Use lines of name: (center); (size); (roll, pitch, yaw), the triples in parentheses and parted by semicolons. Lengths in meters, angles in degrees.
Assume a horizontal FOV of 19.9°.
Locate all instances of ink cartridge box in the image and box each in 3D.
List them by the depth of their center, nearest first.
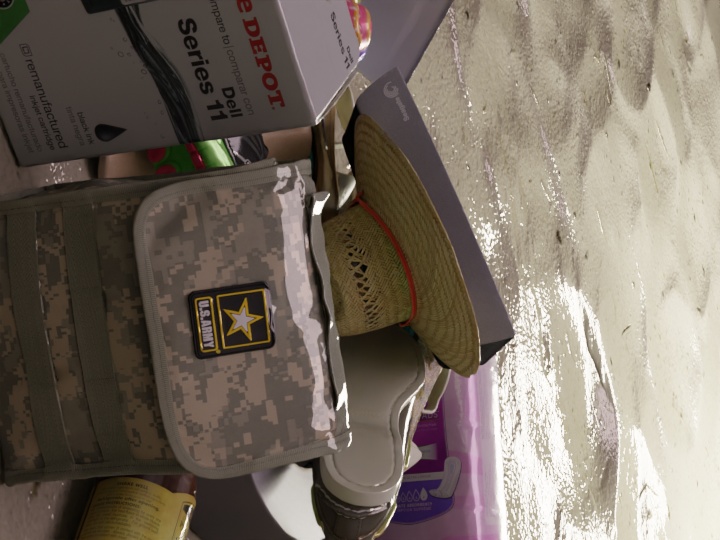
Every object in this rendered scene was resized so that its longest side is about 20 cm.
ink cartridge box: (-0.117, -0.149, 1.160); (0.083, 0.198, 0.148); (-60, 137, -54)

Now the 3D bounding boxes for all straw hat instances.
straw hat: (0.000, 0.000, 1.358); (0.201, 0.084, 0.203); (156, -90, -79)

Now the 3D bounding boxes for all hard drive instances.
hard drive: (0.043, -0.030, 1.434); (0.135, 0.042, 0.202); (121, -54, -77)

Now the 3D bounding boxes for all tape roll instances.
tape roll: (-0.067, 0.085, 1.387); (0.200, 0.066, 0.203); (-6, 90, -68)

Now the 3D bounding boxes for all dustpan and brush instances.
dustpan and brush: (-0.004, -0.236, 1.516); (0.140, 0.200, 0.057); (-59, 160, 21)

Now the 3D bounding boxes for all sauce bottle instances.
sauce bottle: (-0.132, 0.147, 1.217); (0.065, 0.064, 0.201); (62, 32, -41)

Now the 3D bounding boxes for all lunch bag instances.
lunch bag: (-0.105, 0.028, 1.141); (0.117, 0.198, 0.166); (-23, 105, -67)

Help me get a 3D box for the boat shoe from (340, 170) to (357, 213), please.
boat shoe: (-0.013, -0.026, 1.552); (0.200, 0.064, 0.072); (-82, 151, -69)

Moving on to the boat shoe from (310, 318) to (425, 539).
boat shoe: (0.001, 0.105, 1.380); (0.202, 0.071, 0.061); (-80, -177, -57)

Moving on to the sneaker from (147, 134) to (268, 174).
sneaker: (-0.106, -0.138, 1.270); (0.084, 0.076, 0.202); (-42, 128, -46)

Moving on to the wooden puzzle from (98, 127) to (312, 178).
wooden puzzle: (-0.112, -0.160, 1.336); (0.184, 0.037, 0.202); (-8, 95, -47)

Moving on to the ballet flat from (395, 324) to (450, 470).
ballet flat: (0.025, 0.103, 1.498); (0.071, 0.070, 0.202); (46, 60, -55)

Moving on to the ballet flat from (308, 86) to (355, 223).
ballet flat: (-0.030, -0.086, 1.504); (0.063, 0.068, 0.202); (11, 69, -29)

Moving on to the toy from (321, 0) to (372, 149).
toy: (-0.017, -0.181, 1.400); (0.200, 0.047, 0.116); (78, 6, -65)

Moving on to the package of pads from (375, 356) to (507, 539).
package of pads: (0.049, 0.144, 1.577); (0.076, 0.119, 0.202); (12, 74, -66)
